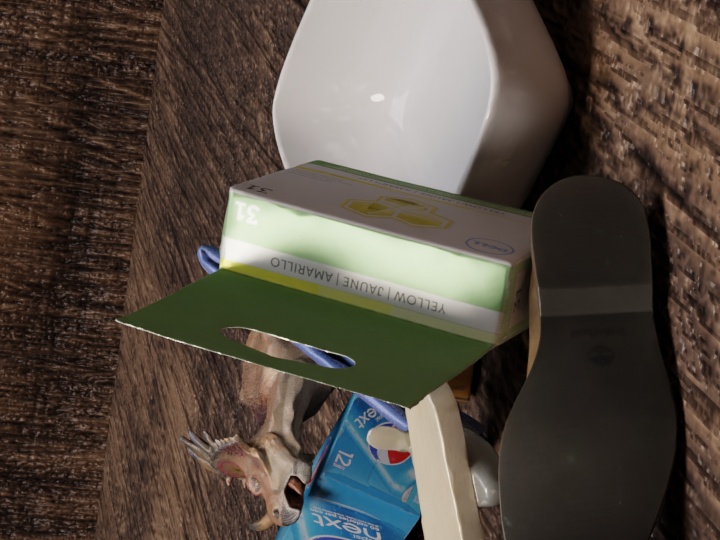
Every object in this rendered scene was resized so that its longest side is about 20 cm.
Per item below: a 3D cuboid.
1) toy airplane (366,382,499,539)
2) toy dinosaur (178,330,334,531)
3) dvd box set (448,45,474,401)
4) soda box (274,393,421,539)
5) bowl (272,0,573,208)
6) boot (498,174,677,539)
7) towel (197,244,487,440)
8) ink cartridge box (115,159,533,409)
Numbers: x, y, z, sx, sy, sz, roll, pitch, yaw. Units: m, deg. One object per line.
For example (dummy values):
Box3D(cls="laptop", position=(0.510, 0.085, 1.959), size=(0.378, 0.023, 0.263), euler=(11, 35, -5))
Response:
Box3D(cls="toy airplane", position=(0.050, 0.170, 1.051), size=(0.199, 0.141, 0.200), euler=(49, 133, 23))
Box3D(cls="toy dinosaur", position=(-0.047, 0.069, 1.378), size=(0.200, 0.086, 0.136), euler=(-47, -24, -78))
Box3D(cls="dvd box set", position=(0.048, -0.037, 1.352), size=(0.146, 0.029, 0.201), euler=(-138, 54, -76))
Box3D(cls="soda box", position=(-0.004, 0.142, 1.398), size=(0.200, 0.064, 0.068), euler=(116, 177, -61))
Box3D(cls="bowl", position=(0.038, -0.087, 1.224), size=(0.200, 0.074, 0.200), euler=(-64, 35, 38))
Box3D(cls="boot", position=(0.099, 0.063, 1.007), size=(0.076, 0.073, 0.201), euler=(87, -171, -59))
Box3D(cls="towel", position=(-0.004, 0.043, 1.189), size=(0.024, 0.147, 0.200), euler=(-52, -14, 0))
Box3D(cls="ink cartridge box", position=(0.000, 0.000, 1.049), size=(0.200, 0.145, 0.048), euler=(-23, -55, -65))
